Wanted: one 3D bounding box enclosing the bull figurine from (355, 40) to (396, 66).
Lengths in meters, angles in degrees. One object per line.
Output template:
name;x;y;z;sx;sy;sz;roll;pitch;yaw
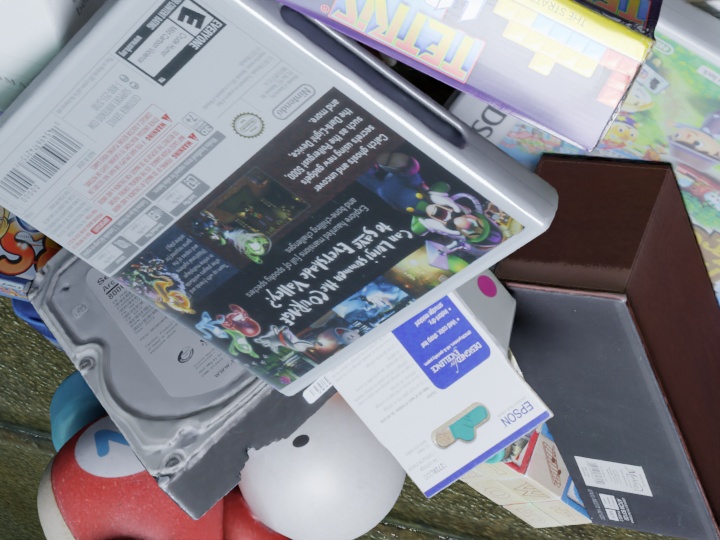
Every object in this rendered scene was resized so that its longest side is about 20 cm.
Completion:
bull figurine;-0.036;-0.098;0.994;0.065;0.122;0.200;-8;158;-22

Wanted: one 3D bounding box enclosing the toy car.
toy car;-0.052;0.106;1.100;0.200;0.185;0.176;-43;124;18

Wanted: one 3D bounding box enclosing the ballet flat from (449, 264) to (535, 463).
ballet flat;0.048;-0.001;0.973;0.072;0.072;0.201;5;131;37

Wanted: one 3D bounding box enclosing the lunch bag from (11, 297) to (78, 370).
lunch bag;-0.109;0.006;1.231;0.199;0.137;0.133;7;150;35

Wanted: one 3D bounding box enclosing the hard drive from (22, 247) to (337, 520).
hard drive;-0.081;0.018;1.038;0.038;0.140;0.200;50;177;-40

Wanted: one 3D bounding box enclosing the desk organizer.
desk organizer;0.129;0.041;0.974;0.071;0.077;0.201;6;145;29

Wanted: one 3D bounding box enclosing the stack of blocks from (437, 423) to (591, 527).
stack of blocks;0.065;0.050;1.184;0.199;0.116;0.058;35;154;-24

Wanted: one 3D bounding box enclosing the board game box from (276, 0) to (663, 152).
board game box;0.020;-0.146;0.767;0.199;0.166;0.057;26;128;-3

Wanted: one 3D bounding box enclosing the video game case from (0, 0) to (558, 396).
video game case;-0.047;-0.035;0.833;0.181;0.023;0.200;35;142;-17

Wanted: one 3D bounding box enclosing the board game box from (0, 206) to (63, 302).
board game box;-0.126;-0.037;1.158;0.198;0.136;0.034;11;160;25

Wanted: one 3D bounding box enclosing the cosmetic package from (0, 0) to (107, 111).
cosmetic package;-0.165;-0.191;0.850;0.163;0.166;0.200;15;154;16

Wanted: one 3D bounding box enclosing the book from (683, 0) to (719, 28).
book;0.152;-0.083;0.924;0.199;0.048;0.134;3;146;37

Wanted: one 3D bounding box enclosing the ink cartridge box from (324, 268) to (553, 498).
ink cartridge box;0.000;0.000;0.912;0.201;0.037;0.095;52;133;1

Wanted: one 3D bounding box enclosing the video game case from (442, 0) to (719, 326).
video game case;0.141;-0.047;0.928;0.199;0.022;0.182;29;150;-7

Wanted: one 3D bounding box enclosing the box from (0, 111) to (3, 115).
box;-0.229;-0.137;1.073;0.198;0.124;0.199;13;155;25
